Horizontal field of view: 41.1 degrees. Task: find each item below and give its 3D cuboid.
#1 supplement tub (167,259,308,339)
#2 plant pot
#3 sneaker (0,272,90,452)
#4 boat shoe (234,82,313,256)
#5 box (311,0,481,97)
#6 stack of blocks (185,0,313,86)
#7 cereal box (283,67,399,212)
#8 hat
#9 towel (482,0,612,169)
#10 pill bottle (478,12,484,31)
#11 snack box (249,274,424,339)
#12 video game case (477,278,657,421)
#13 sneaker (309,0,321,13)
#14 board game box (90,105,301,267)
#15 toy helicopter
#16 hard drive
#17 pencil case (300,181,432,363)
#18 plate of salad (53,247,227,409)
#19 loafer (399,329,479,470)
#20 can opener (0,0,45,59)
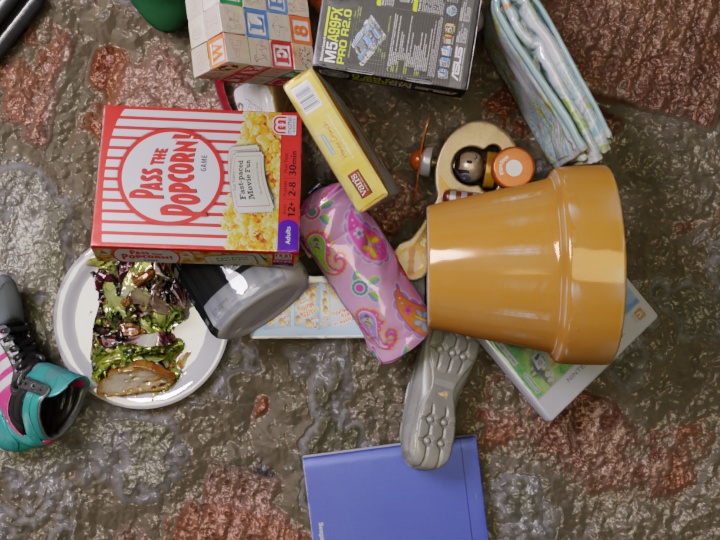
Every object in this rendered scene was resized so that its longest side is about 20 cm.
[{"bbox_3d":[-0.154,-0.037,1.028,0.122,0.123,0.201,-34,78,-1],"label":"supplement tub"},{"bbox_3d":[0.158,-0.004,0.976,0.182,0.200,0.202,-1,91,4],"label":"plant pot"},{"bbox_3d":[-0.354,0.101,1.039,0.120,0.084,0.201,0,98,22],"label":"sneaker"},{"bbox_3d":[-0.100,-0.113,1.073,0.069,0.071,0.201,-6,96,23],"label":"boat shoe"},{"bbox_3d":[0.044,-0.288,0.968,0.159,0.044,0.201,8,90,0],"label":"box"},{"bbox_3d":[-0.118,-0.297,0.979,0.115,0.058,0.201,-4,85,-43],"label":"stack of blocks"},{"bbox_3d":[-0.015,-0.132,1.003,0.039,0.200,0.144,-32,92,8],"label":"cereal box"},{"bbox_3d":[-0.212,-0.291,1.088,0.164,0.177,0.201,0,51,-3],"label":"hat"},{"bbox_3d":[0.190,-0.200,1.022,0.048,0.171,0.201,-29,92,1],"label":"towel"},{"bbox_3d":[0.053,-0.341,1.046,0.112,0.112,0.201,-19,91,-1],"label":"pill bottle"},{"bbox_3d":[-0.026,0.041,1.092,0.199,0.024,0.072,0,91,-1],"label":"snack box"},{"bbox_3d":[0.210,0.034,1.079,0.182,0.022,0.200,-40,91,-14],"label":"video game case"},{"bbox_3d":[-0.074,-0.348,1.074,0.077,0.073,0.201,-32,84,15],"label":"sneaker"},{"bbox_3d":[-0.158,-0.083,0.954,0.199,0.046,0.153,1,71,-5],"label":"board game box"},{"bbox_3d":[0.093,-0.080,1.069,0.132,0.079,0.200,35,91,2],"label":"toy helicopter"},{"bbox_3d":[0.040,0.266,1.095,0.199,0.025,0.133,-7,91,-1],"label":"hard drive"},{"bbox_3d":[0.000,0.000,1.028,0.087,0.087,0.201,-34,100,-1],"label":"pencil case"},{"bbox_3d":[-0.247,0.056,1.076,0.199,0.048,0.202,0,90,-1],"label":"plate of salad"},{"bbox_3d":[0.083,0.123,1.074,0.070,0.070,0.201,23,72,-17],"label":"loafer"},{"bbox_3d":[-0.390,-0.315,1.076,0.067,0.053,0.200,38,90,31],"label":"can opener"}]
